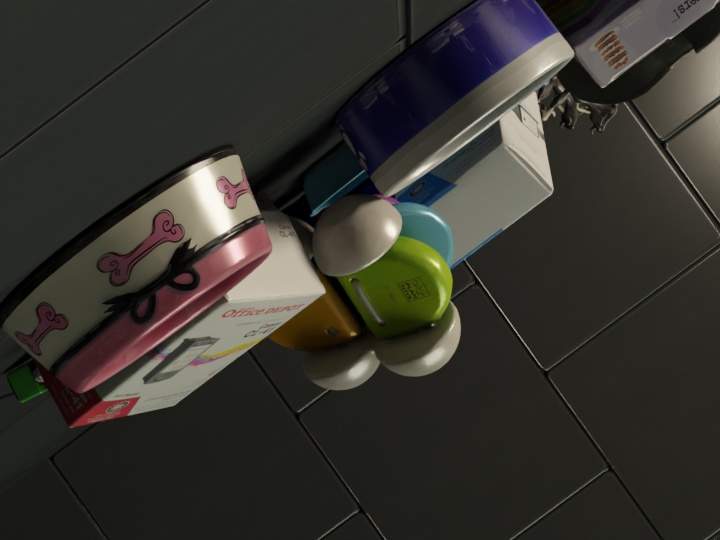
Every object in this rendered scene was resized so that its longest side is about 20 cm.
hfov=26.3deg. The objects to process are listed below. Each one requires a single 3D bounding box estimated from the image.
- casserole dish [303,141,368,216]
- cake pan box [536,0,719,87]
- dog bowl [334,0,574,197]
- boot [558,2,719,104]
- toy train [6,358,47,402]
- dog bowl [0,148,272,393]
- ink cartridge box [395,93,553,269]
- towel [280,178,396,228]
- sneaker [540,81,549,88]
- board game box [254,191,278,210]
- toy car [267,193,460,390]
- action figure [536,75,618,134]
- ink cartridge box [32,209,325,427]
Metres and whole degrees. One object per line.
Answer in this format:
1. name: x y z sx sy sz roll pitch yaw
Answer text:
1. casserole dish: 0.017 -0.126 1.543 0.199 0.039 0.121 -36 179 18
2. cake pan box: 0.257 -0.260 1.355 0.199 0.052 0.185 -36 -155 11
3. dog bowl: 0.077 -0.151 1.292 0.199 0.079 0.200 -37 178 -1
4. boot: 0.284 -0.250 1.445 0.199 0.069 0.175 -26 -154 35
5. toy train: -0.261 0.078 1.417 0.056 0.042 0.200 -26 -178 18
6. dog bowl: -0.144 0.005 1.042 0.199 0.074 0.200 -36 179 -1
7. ink cartridge box: 0.112 -0.117 1.588 0.146 0.086 0.201 -37 -151 23
8. towel: -0.058 -0.035 1.633 0.199 0.050 0.147 -39 -150 -11
9. sneaker: 0.221 -0.254 1.525 0.199 0.079 0.075 -37 180 3
10. board game box: -0.152 -0.003 1.467 0.126 0.035 0.200 -37 179 -20
11. toy car: 0.000 0.000 1.377 0.199 0.176 0.151 -13 -146 34
12. action figure: 0.192 -0.214 1.759 0.198 0.103 0.119 7 -170 -27
13. ink cartridge box: -0.150 0.039 1.267 0.199 0.086 0.147 -35 165 28
